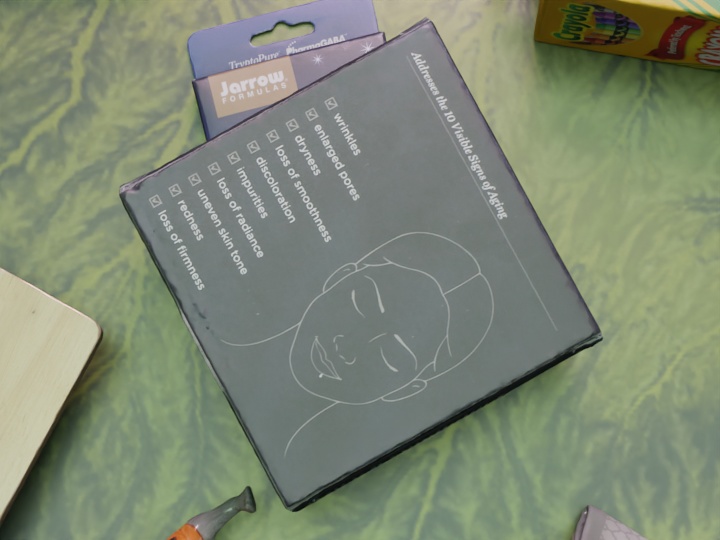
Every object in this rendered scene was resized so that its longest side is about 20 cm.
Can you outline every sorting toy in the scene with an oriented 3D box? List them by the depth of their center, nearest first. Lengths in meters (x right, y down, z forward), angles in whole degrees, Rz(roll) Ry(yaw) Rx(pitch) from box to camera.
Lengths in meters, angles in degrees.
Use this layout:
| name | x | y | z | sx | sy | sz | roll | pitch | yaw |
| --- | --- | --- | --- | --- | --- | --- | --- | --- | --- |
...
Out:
| name | x | y | z | sx | sy | sz | roll | pitch | yaw |
| --- | --- | --- | --- | --- | --- | --- | --- | --- | --- |
| sorting toy | -0.278 | 0.077 | 1.324 | 0.198 | 0.070 | 0.201 | 28 | 83 | 4 |

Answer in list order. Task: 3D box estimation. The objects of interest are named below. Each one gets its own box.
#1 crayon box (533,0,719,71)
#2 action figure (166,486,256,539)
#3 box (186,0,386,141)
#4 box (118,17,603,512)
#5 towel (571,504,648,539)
| name | x | y | z | sx | sy | sz | roll | pitch | yaw |
| --- | --- | --- | --- | --- | --- | --- | --- | --- | --- |
| crayon box | 0.173 | -0.160 | 1.323 | 0.198 | 0.127 | 0.051 | 10 | 83 | 3 |
| action figure | -0.125 | 0.231 | 1.309 | 0.192 | 0.105 | 0.201 | -18 | 108 | 5 |
| box | -0.027 | -0.062 | 1.359 | 0.120 | 0.032 | 0.202 | -14 | 82 | -1 |
| box | 0.000 | 0.000 | 1.274 | 0.195 | 0.124 | 0.201 | -28 | 86 | -1 |
| towel | 0.187 | 0.220 | 1.247 | 0.190 | 0.200 | 0.032 | 27 | 117 | 4 |
